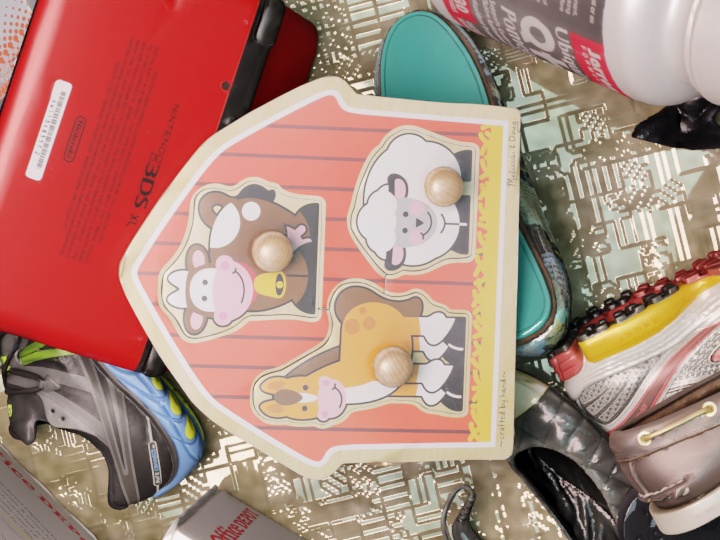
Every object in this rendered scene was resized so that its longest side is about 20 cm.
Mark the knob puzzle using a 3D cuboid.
[{"bbox_3d":[-0.018,0.004,1.038,0.218,0.030,0.222,0,93,-9],"label":"knob puzzle"}]

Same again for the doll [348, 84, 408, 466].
[{"bbox_3d":[0.000,0.000,1.122,0.136,0.048,0.202,2,101,46],"label":"doll"}]

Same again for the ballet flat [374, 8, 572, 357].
[{"bbox_3d":[0.061,-0.043,1.130,0.074,0.074,0.201,-18,72,5],"label":"ballet flat"}]

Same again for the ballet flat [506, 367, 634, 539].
[{"bbox_3d":[0.124,0.137,1.127,0.057,0.066,0.201,-36,90,-29],"label":"ballet flat"}]

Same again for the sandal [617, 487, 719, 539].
[{"bbox_3d":[0.190,0.202,1.094,0.076,0.043,0.201,-30,97,-2],"label":"sandal"}]

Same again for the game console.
[{"bbox_3d":[-0.113,-0.056,1.093,0.171,0.119,0.201,18,92,-19],"label":"game console"}]

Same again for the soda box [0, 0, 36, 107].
[{"bbox_3d":[-0.224,-0.090,1.119,0.199,0.063,0.069,-31,80,27],"label":"soda box"}]

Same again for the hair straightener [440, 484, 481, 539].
[{"bbox_3d":[0.102,0.203,1.127,0.041,0.077,0.201,-31,88,6],"label":"hair straightener"}]

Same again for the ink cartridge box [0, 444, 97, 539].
[{"bbox_3d":[-0.213,0.154,1.092,0.145,0.200,0.088,45,97,2],"label":"ink cartridge box"}]

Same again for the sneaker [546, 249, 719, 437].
[{"bbox_3d":[0.203,0.030,1.126,0.199,0.078,0.083,-26,97,11],"label":"sneaker"}]

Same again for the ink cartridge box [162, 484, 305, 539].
[{"bbox_3d":[-0.021,0.206,1.104,0.199,0.145,0.084,31,94,4],"label":"ink cartridge box"}]

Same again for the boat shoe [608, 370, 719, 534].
[{"bbox_3d":[0.216,0.050,1.058,0.199,0.072,0.060,-36,97,-2],"label":"boat shoe"}]

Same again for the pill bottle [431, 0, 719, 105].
[{"bbox_3d":[0.133,-0.148,1.059,0.199,0.110,0.111,29,93,40],"label":"pill bottle"}]

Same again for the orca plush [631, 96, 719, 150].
[{"bbox_3d":[0.177,-0.166,1.120,0.104,0.071,0.201,17,92,4],"label":"orca plush"}]

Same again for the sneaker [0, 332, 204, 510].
[{"bbox_3d":[-0.173,0.048,1.151,0.083,0.071,0.200,-42,90,-2],"label":"sneaker"}]
